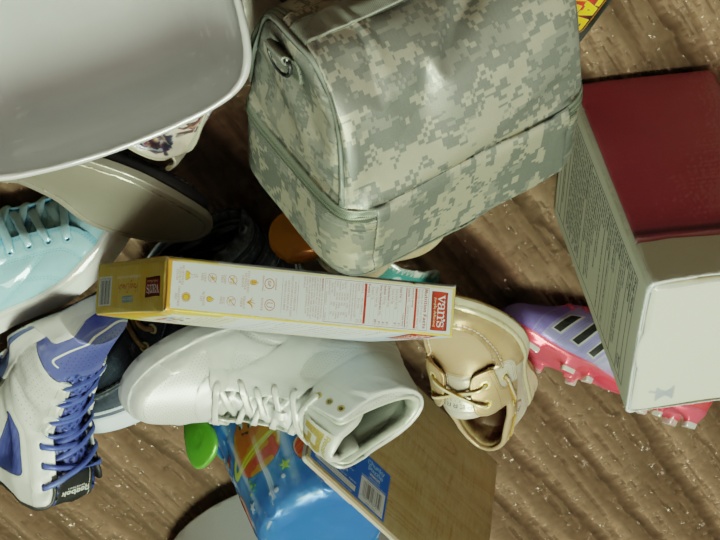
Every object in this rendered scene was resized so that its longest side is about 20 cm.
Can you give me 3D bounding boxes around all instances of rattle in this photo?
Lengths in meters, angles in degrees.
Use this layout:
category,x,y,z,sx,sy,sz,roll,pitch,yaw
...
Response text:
category,x,y,z,sx,sy,sz,roll,pitch,yaw
rattle,0.000,0.000,1.650,0.130,0.143,0.200,-1,138,-4

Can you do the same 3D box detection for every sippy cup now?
category,x,y,z,sx,sy,sz,roll,pitch,yaw
sippy cup,-0.039,0.145,1.797,0.177,0.131,0.140,-10,138,-8

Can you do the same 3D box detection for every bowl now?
category,x,y,z,sx,sy,sz,roll,pitch,yaw
bowl,-0.174,-0.169,1.427,0.199,0.075,0.201,-18,102,4

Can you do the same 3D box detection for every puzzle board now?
category,x,y,z,sx,sy,sz,roll,pitch,yaw
puzzle board,0.029,0.141,1.771,0.017,0.151,0.200,-28,123,31

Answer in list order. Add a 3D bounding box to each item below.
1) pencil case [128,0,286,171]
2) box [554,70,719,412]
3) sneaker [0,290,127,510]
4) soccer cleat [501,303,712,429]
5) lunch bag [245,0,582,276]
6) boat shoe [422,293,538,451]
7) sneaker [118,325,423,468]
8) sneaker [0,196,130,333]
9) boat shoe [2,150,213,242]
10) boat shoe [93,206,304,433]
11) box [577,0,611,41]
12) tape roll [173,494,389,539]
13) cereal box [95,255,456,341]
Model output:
category,x,y,z,sx,sy,sz,roll,pitch,yaw
pencil case,-0.087,-0.155,1.505,0.089,0.078,0.200,45,117,4
box,0.213,-0.022,1.654,0.109,0.200,0.128,-7,137,-10
sneaker,-0.208,0.097,1.673,0.080,0.115,0.199,-29,174,-45
soccer cleat,0.190,0.056,1.841,0.200,0.067,0.077,25,79,-23
lunch bag,0.034,-0.121,1.452,0.200,0.139,0.168,-26,149,-20
boat shoe,0.085,0.078,1.772,0.073,0.069,0.200,11,160,23
sneaker,-0.057,0.087,1.656,0.199,0.116,0.074,-14,134,-18
sneaker,-0.238,-0.013,1.614,0.200,0.074,0.082,-34,135,13
boat shoe,-0.180,-0.078,1.551,0.199,0.063,0.073,22,146,-22
boat shoe,-0.140,0.031,1.697,0.200,0.071,0.091,-34,135,7
box,0.083,-0.175,1.574,0.137,0.040,0.200,14,129,-31
tape roll,-0.047,0.276,1.911,0.202,0.139,0.203,-9,141,-8
cereal box,-0.056,0.020,1.570,0.199,0.040,0.144,6,175,-24
